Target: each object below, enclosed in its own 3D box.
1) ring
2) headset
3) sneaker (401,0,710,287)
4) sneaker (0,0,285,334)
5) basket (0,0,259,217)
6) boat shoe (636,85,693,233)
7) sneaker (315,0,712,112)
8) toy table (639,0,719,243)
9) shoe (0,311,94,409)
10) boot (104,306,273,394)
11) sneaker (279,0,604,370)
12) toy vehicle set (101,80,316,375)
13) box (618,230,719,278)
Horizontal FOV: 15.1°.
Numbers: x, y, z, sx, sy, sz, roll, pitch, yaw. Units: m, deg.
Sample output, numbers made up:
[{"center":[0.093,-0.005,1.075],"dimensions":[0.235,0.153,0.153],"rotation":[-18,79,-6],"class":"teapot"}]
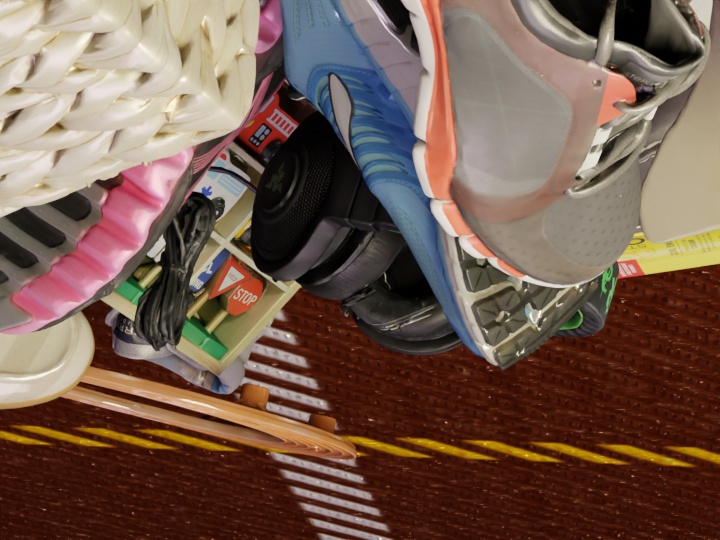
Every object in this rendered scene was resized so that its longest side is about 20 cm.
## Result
[{"center":[-0.097,0.055,1.249],"dimensions":[0.199,0.019,0.200],"rotation":[13,173,2],"class":"ring"},{"center":[0.000,0.000,1.027],"dimensions":[0.199,0.095,0.123],"rotation":[11,166,38],"class":"headset"},{"center":[0.063,-0.055,0.806],"dimensions":[0.081,0.077,0.200],"rotation":[21,153,31],"class":"sneaker"},{"center":[-0.075,-0.054,1.026],"dimensions":[0.079,0.200,0.095],"rotation":[44,-167,17],"class":"sneaker"},{"center":[-0.132,-0.090,0.768],"dimensions":[0.199,0.136,0.123],"rotation":[-18,144,31],"class":"basket"},{"center":[0.169,-0.050,1.009],"dimensions":[0.199,0.065,0.072],"rotation":[-17,147,-17],"class":"boat shoe"},{"center":[0.053,-0.085,1.043],"dimensions":[0.199,0.074,0.116],"rotation":[-14,154,19],"class":"sneaker"},{"center":[0.161,-0.084,0.873],"dimensions":[0.183,0.118,0.199],"rotation":[-13,178,-41],"class":"toy table"},{"center":[-0.202,0.007,1.111],"dimensions":[0.199,0.070,0.053],"rotation":[20,170,-14],"class":"shoe"},{"center":[-0.087,-0.006,1.228],"dimensions":[0.073,0.096,0.200],"rotation":[14,167,29],"class":"boot"},{"center":[0.022,-0.061,0.905],"dimensions":[0.090,0.078,0.201],"rotation":[13,131,52],"class":"sneaker"},{"center":[-0.070,-0.038,1.132],"dimensions":[0.027,0.124,0.200],"rotation":[43,-177,32],"class":"toy vehicle set"},{"center":[0.108,-0.029,1.176],"dimensions":[0.198,0.051,0.075],"rotation":[-9,159,13],"class":"box"}]
